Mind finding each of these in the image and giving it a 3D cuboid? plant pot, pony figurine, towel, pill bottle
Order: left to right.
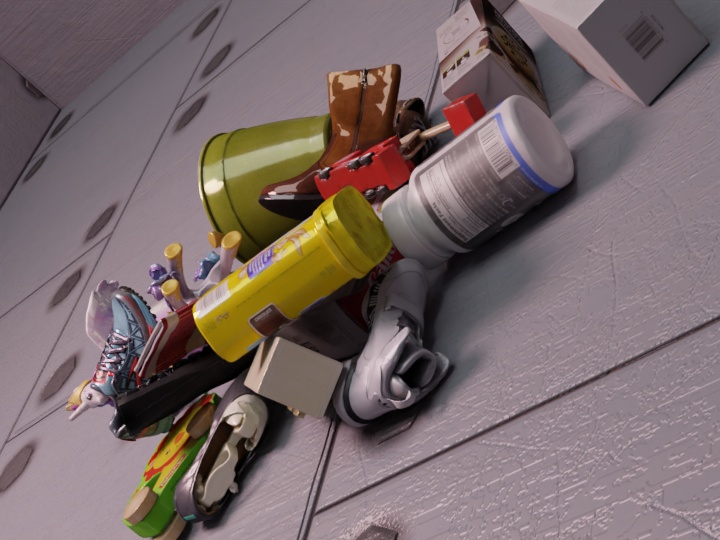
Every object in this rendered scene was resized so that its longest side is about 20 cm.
[{"bbox_3d":[-0.319,0.125,1.967,0.199,0.167,0.194,-9,48,35],"label":"pony figurine"},{"bbox_3d":[-0.211,0.048,1.823,0.193,0.200,0.166,-38,58,-14],"label":"pony figurine"},{"bbox_3d":[-0.177,0.055,1.690,0.199,0.023,0.144,-29,-16,-34],"label":"towel"},{"bbox_3d":[-0.087,-0.127,1.910,0.192,0.201,0.201,-20,33,29],"label":"plant pot"},{"bbox_3d":[0.125,-0.091,1.526,0.200,0.114,0.114,-36,25,29],"label":"pill bottle"}]

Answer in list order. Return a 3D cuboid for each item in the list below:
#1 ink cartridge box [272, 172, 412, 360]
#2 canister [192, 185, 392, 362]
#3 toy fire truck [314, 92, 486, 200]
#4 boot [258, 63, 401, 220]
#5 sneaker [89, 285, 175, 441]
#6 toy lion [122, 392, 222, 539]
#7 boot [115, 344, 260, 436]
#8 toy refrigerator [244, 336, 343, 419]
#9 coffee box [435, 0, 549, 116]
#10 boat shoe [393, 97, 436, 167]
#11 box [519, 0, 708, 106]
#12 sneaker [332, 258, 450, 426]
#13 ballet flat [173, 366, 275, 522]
[{"bbox_3d":[0.000,0.000,1.649,0.175,0.084,0.201,-22,34,44],"label":"ink cartridge box"},{"bbox_3d":[-0.074,0.005,1.507,0.199,0.087,0.149,-35,5,16],"label":"canister"},{"bbox_3d":[0.048,-0.139,1.637,0.141,0.049,0.200,-37,13,-32],"label":"toy fire truck"},{"bbox_3d":[-0.039,-0.171,1.781,0.187,0.068,0.201,-10,65,20],"label":"boot"},{"bbox_3d":[-0.294,0.122,1.749,0.095,0.202,0.079,-16,14,-29],"label":"sneaker"},{"bbox_3d":[-0.227,0.238,1.722,0.200,0.069,0.191,-54,15,-18],"label":"toy lion"},{"bbox_3d":[-0.202,0.136,1.702,0.199,0.066,0.165,-34,-9,-9],"label":"boot"},{"bbox_3d":[-0.078,0.118,1.529,0.200,0.075,0.070,166,127,-80],"label":"toy refrigerator"},{"bbox_3d":[0.160,-0.247,1.717,0.080,0.113,0.200,-39,24,21],"label":"coffee box"},{"bbox_3d":[0.060,-0.177,1.847,0.072,0.072,0.201,-29,33,17],"label":"boat shoe"},{"bbox_3d":[0.275,-0.277,1.537,0.098,0.124,0.200,-46,23,6],"label":"box"},{"bbox_3d":[0.049,0.069,1.462,0.115,0.075,0.201,-17,43,52],"label":"sneaker"},{"bbox_3d":[-0.148,0.203,1.613,0.201,0.073,0.073,-61,24,-13],"label":"ballet flat"}]
